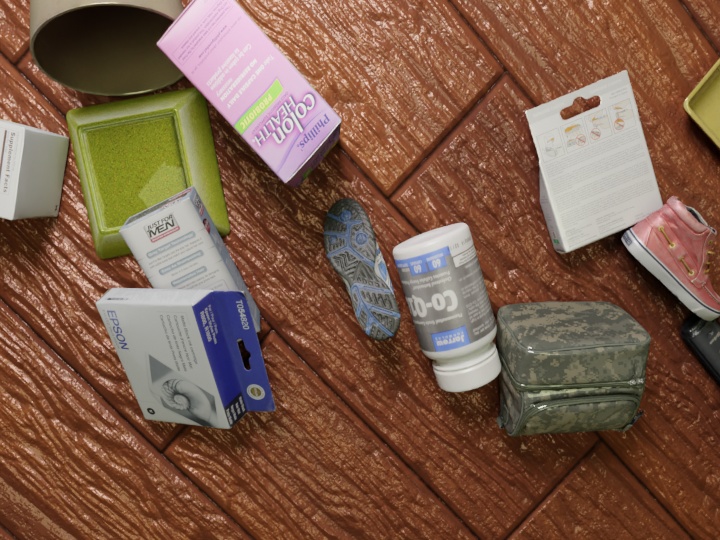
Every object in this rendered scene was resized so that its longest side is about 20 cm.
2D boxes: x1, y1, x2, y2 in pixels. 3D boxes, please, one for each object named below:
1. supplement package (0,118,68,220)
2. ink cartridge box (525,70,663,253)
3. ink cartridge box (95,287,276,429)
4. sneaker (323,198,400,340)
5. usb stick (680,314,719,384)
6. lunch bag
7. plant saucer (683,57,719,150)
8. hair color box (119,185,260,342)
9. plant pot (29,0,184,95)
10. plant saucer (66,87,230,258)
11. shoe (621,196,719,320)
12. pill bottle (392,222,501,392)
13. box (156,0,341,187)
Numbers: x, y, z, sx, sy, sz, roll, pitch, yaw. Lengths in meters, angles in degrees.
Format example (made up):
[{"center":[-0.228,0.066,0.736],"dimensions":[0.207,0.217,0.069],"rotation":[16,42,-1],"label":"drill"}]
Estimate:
[{"center":[-0.498,-0.143,0.664],"dimensions":[0.192,0.114,0.114],"rotation":[13,97,-6],"label":"supplement package"},{"center":[0.326,-0.150,0.747],"dimensions":[0.156,0.050,0.207],"rotation":[-20,95,-1],"label":"ink cartridge box"},{"center":[-0.222,0.118,0.686],"dimensions":[0.192,0.041,0.206],"rotation":[0,120,14],"label":"ink cartridge box"},{"center":[0.000,0.000,0.734],"dimensions":[0.073,0.077,0.207],"rotation":[-17,80,3],"label":"sneaker"},{"center":[0.564,0.150,0.800],"dimensions":[0.055,0.033,0.201],"rotation":[-42,97,3],"label":"usb stick"},{"center":[0.291,0.148,0.738],"dimensions":[0.191,0.140,0.174],"rotation":[-4,113,-2],"label":"lunch bag"},{"center":[0.572,-0.240,0.747],"dimensions":[0.199,0.048,0.201],"rotation":[41,93,-8],"label":"plant saucer"},{"center":[-0.218,0.007,0.697],"dimensions":[0.096,0.061,0.205],"rotation":[-23,115,-1],"label":"hair color box"},{"center":[-0.308,-0.353,0.631],"dimensions":[0.180,0.187,0.208],"rotation":[-14,84,-1],"label":"plant pot"},{"center":[-0.293,-0.132,0.710],"dimensions":[0.191,0.048,0.209],"rotation":[-10,97,-2],"label":"plant saucer"},{"center":[0.465,-0.014,0.733],"dimensions":[0.197,0.072,0.091],"rotation":[36,122,-14],"label":"shoe"},{"center":[0.123,0.051,0.723],"dimensions":[0.110,0.114,0.207],"rotation":[-18,97,-1],"label":"pill bottle"},{"center":[-0.122,-0.211,0.646],"dimensions":[0.097,0.176,0.200],"rotation":[-44,98,3],"label":"box"}]
